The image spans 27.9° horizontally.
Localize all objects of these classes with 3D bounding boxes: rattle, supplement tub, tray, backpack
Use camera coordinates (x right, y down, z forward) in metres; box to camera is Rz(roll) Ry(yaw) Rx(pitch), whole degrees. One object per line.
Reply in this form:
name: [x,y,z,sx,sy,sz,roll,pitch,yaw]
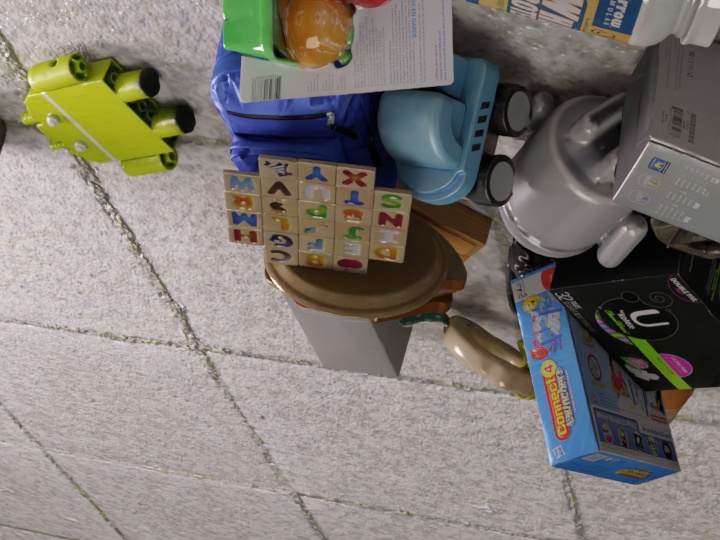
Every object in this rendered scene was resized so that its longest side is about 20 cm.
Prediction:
rattle: [0.148,0.049,1.667,0.129,0.144,0.200,-1,-150,-36]
supplement tub: [0.167,-0.243,1.030,0.199,0.145,0.145,15,152,6]
tray: [0.029,-0.064,1.543,0.199,0.037,0.099,27,150,-14]
backpack: [-0.046,-0.144,1.311,0.161,0.169,0.200,-1,146,11]

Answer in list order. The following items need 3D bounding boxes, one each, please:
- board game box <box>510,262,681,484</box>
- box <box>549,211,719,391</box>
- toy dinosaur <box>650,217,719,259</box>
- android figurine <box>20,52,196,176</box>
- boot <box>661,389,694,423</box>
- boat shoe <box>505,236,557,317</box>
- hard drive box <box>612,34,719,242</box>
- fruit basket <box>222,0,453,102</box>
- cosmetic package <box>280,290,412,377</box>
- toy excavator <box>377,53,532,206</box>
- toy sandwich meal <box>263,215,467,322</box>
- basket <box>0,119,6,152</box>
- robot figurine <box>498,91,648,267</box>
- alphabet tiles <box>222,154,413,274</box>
board game box: [0.243,0.110,1.490,0.056,0.197,0.200,-23,155,29]
box: [0.307,0.016,1.429,0.148,0.125,0.200,-9,140,41]
toy dinosaur: [0.294,-0.041,1.242,0.102,0.200,0.077,15,125,35]
android figurine: [-0.276,-0.164,1.542,0.199,0.041,0.182,-5,144,34]
boot: [0.286,0.101,1.659,0.198,0.074,0.155,11,146,7]
boat shoe: [0.182,-0.011,1.513,0.069,0.067,0.200,16,152,4]
hard drive box: [0.316,-0.096,1.180,0.199,0.156,0.077,21,137,-3]
fruit basket: [-0.013,-0.232,1.155,0.199,0.187,0.094,-2,-179,25]
cosmetic package: [-0.014,0.040,1.703,0.106,0.091,0.200,7,153,20]
toy excavator: [0.057,-0.162,1.252,0.099,0.196,0.199,11,178,39]
toy sandwich meal: [0.000,0.000,1.450,0.204,0.206,0.071,13,128,9]
basket: [-0.484,-0.093,1.617,0.179,0.201,0.136,10,152,17]
robot figurine: [0.197,-0.083,1.328,0.170,0.112,0.200,58,151,10]
alphabet tiles: [-0.039,-0.047,1.299,0.165,0.006,0.200,7,154,1]
